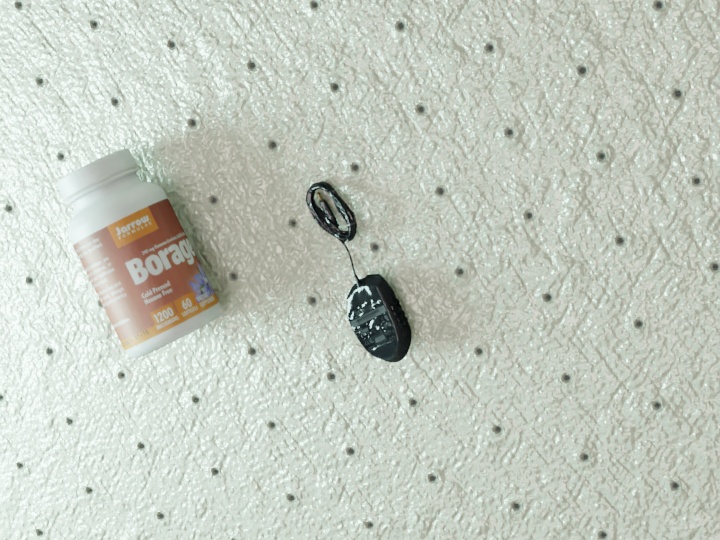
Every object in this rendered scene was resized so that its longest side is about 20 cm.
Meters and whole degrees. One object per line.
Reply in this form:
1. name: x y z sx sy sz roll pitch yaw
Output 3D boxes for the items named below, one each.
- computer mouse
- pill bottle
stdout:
1. computer mouse: 0.000 0.000 1.488 0.058 0.034 0.201 -24 89 40
2. pill bottle: -0.235 -0.019 1.519 0.112 0.112 0.201 -25 94 23
